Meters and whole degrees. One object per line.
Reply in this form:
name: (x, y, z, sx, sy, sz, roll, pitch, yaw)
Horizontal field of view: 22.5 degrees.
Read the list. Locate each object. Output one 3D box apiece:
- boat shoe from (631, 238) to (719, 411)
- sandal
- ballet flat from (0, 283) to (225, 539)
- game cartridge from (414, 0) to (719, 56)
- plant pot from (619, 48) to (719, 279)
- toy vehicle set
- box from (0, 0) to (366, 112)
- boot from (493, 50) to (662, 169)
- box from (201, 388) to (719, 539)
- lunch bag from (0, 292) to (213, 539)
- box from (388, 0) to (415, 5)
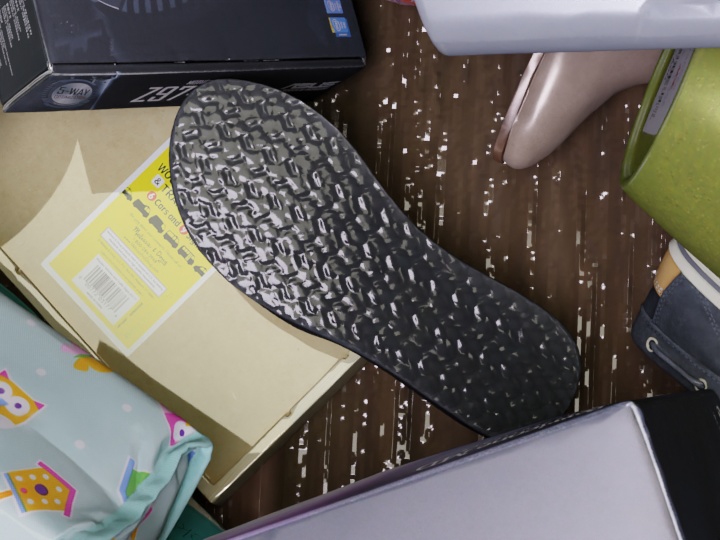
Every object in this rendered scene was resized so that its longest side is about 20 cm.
boat shoe: (0.190, 0.067, 0.731, 0.200, 0.074, 0.062, 44, 116, 15)
sandal: (0.000, 0.001, 0.744, 0.200, 0.048, 0.076, 40, 85, -6)
ballet flat: (-0.125, 0.089, 0.756, 0.200, 0.075, 0.064, 46, 121, 14)
game cartridge: (0.069, -0.175, 0.611, 0.132, 0.042, 0.202, -1, 100, 16)
plant pot: (0.205, -0.034, 0.675, 0.198, 0.187, 0.189, 22, 83, 0)
toy vehicle set: (-0.084, -0.015, 0.785, 0.124, 0.027, 0.200, -43, 81, -3)
box: (-0.092, -0.169, 0.754, 0.159, 0.043, 0.202, -6, 77, -40)
boot: (0.162, -0.104, 0.761, 0.145, 0.070, 0.201, 27, 85, 5)
box: (0.042, 0.127, 0.645, 0.198, 0.198, 0.124, -21, 82, 16)
lunch bag: (-0.172, 0.107, 0.675, 0.170, 0.122, 0.201, 32, 122, 9)
box: (0.019, -0.210, 0.696, 0.094, 0.103, 0.202, 16, 95, -17)
